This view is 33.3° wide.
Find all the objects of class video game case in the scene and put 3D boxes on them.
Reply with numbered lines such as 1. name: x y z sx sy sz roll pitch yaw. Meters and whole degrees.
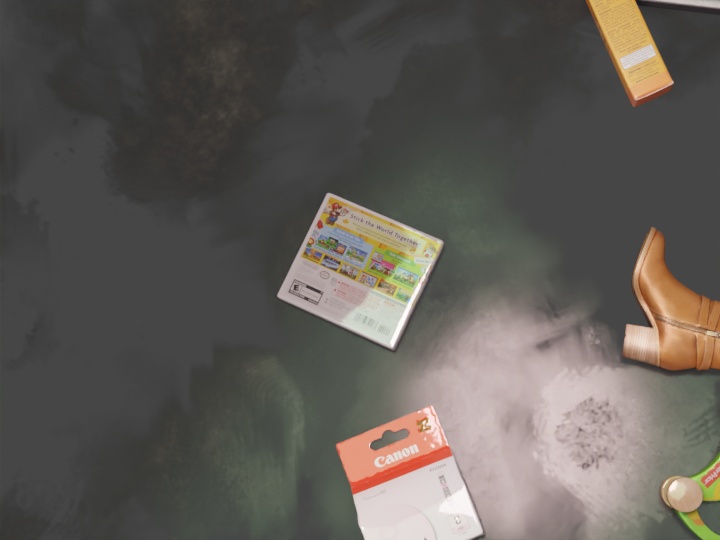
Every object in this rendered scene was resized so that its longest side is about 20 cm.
1. video game case: 0.000 0.000 1.830 0.200 0.023 0.182 24 81 14

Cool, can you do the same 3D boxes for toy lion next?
1. toy lion: 0.546 0.310 1.657 0.200 0.069 0.192 -42 82 -2

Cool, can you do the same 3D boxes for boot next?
1. boot: 0.463 0.044 1.718 0.155 0.077 0.200 7 80 12

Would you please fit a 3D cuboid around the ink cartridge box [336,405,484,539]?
1. ink cartridge box: 0.067 0.314 1.731 0.162 0.057 0.200 -23 79 3

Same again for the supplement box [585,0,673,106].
1. supplement box: 0.400 -0.352 1.812 0.069 0.067 0.200 -26 84 9

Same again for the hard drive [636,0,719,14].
1. hard drive: 0.492 -0.471 1.861 0.200 0.033 0.140 9 78 11
